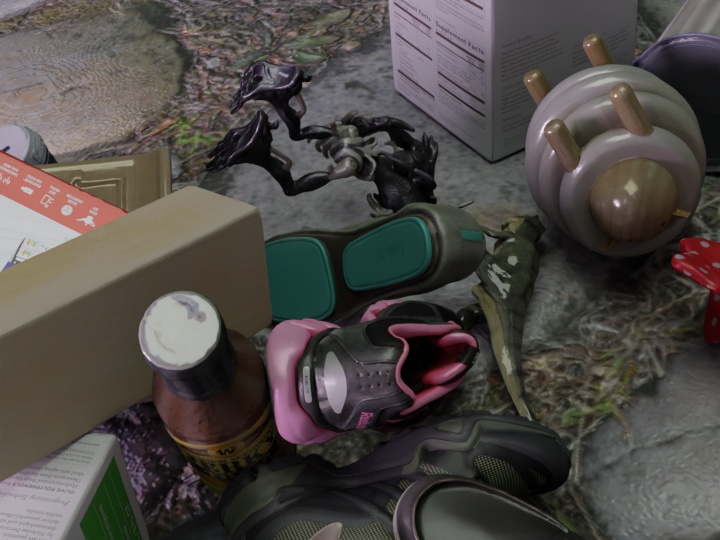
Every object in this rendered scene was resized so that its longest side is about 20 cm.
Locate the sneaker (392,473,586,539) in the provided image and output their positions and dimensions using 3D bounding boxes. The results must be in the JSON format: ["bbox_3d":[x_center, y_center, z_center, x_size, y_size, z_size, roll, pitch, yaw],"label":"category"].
[{"bbox_3d":[0.102,0.146,0.570,0.199,0.107,0.075,34,63,18],"label":"sneaker"}]

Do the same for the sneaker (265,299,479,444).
[{"bbox_3d":[0.031,0.052,0.692,0.094,0.080,0.199,-12,0,27],"label":"sneaker"}]

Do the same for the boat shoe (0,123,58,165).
[{"bbox_3d":[-0.309,-0.031,0.922,0.198,0.071,0.073,-27,52,6],"label":"boat shoe"}]

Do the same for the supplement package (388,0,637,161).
[{"bbox_3d":[0.121,-0.230,0.995,0.150,0.202,0.151,-24,42,-22],"label":"supplement package"}]

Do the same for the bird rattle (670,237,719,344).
[{"bbox_3d":[0.293,-0.034,0.768,0.162,0.114,0.199,-11,16,48],"label":"bird rattle"}]

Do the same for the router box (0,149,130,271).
[{"bbox_3d":[-0.259,0.007,0.729,0.198,0.049,0.181,25,64,8],"label":"router box"}]

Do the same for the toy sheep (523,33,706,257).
[{"bbox_3d":[0.175,-0.084,0.866,0.136,0.140,0.201,-3,33,4],"label":"toy sheep"}]

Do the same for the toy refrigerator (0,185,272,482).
[{"bbox_3d":[-0.143,0.027,0.669,0.069,0.077,0.199,19,36,38],"label":"toy refrigerator"}]

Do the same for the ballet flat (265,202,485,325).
[{"bbox_3d":[0.000,0.000,0.819,0.063,0.069,0.198,-3,-7,-45],"label":"ballet flat"}]

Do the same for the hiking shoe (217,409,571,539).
[{"bbox_3d":[0.026,0.144,0.669,0.197,0.076,0.102,-13,56,-5],"label":"hiking shoe"}]

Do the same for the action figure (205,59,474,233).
[{"bbox_3d":[-0.012,-0.068,0.884,0.101,0.199,0.120,-19,50,47],"label":"action figure"}]

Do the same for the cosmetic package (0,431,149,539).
[{"bbox_3d":[-0.181,0.185,0.605,0.083,0.109,0.201,3,41,13],"label":"cosmetic package"}]

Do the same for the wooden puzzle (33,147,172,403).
[{"bbox_3d":[-0.213,0.015,0.795,0.197,0.047,0.187,-9,57,3],"label":"wooden puzzle"}]

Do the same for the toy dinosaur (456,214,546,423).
[{"bbox_3d":[0.080,0.016,0.828,0.087,0.048,0.202,6,43,5],"label":"toy dinosaur"}]

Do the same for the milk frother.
[{"bbox_3d":[0.321,-0.199,0.933,0.178,0.202,0.188,19,45,23],"label":"milk frother"}]

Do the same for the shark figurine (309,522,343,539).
[{"bbox_3d":[0.023,0.208,0.579,0.213,0.089,0.130,18,78,38],"label":"shark figurine"}]

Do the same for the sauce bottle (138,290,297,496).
[{"bbox_3d":[-0.076,0.070,0.657,0.064,0.201,0.066,-3,65,6],"label":"sauce bottle"}]
